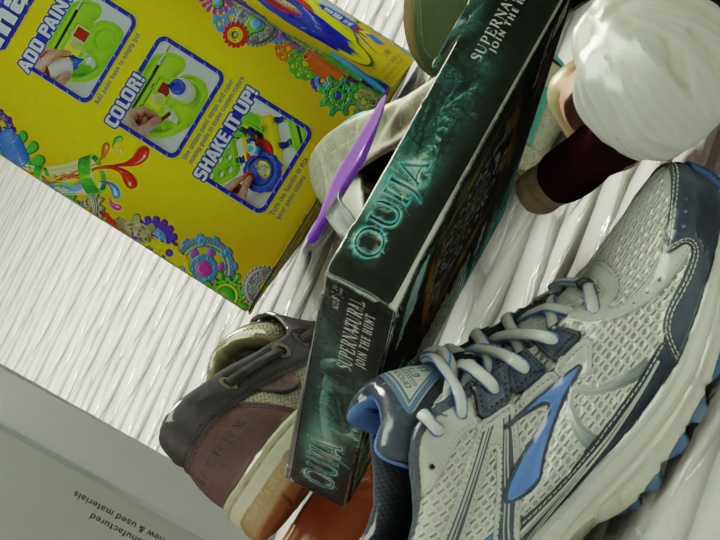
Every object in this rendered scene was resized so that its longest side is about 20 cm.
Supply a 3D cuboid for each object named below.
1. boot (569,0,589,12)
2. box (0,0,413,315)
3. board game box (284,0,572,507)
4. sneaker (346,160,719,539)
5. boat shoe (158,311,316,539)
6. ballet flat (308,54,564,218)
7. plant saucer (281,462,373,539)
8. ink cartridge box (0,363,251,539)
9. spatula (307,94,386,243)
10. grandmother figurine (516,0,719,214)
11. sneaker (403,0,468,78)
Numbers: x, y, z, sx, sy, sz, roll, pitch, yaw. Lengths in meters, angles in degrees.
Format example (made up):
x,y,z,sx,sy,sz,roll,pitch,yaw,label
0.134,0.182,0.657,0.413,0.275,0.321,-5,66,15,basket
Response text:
x,y,z,sx,sy,sz,roll,pitch,yaw,label
0.094,-0.202,1.037,0.200,0.069,0.174,-62,30,35,boot
-0.091,-0.095,1.437,0.122,0.192,0.200,-58,1,11,box
0.021,-0.011,0.994,0.135,0.028,0.200,-61,-6,-22,board game box
0.045,0.048,0.909,0.200,0.085,0.077,-60,12,-1,sneaker
-0.030,0.047,1.177,0.072,0.065,0.200,-52,-1,19,boat shoe
0.024,-0.040,1.247,0.200,0.067,0.062,-36,36,62,ballet flat
-0.005,0.130,1.047,0.200,0.032,0.200,-56,12,19,plant saucer
-0.150,0.167,1.269,0.200,0.144,0.145,-59,13,4,ink cartridge box
0.000,0.000,1.155,0.057,0.021,0.200,-58,23,32,spatula
0.094,-0.066,0.945,0.200,0.060,0.121,-62,-4,-82,grandmother figurine
0.079,-0.154,1.270,0.200,0.067,0.090,-60,20,24,sneaker
